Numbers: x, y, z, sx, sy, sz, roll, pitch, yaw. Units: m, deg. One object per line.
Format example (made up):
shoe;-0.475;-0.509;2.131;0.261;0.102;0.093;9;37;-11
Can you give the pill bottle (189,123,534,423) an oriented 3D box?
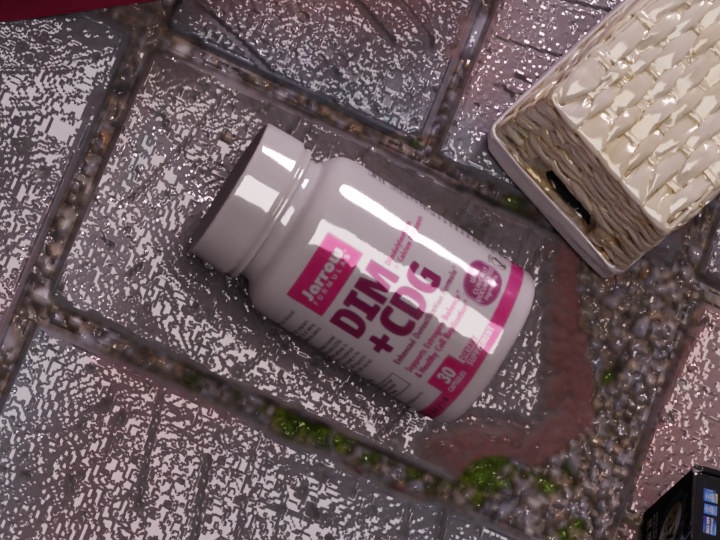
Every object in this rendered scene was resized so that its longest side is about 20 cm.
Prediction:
pill bottle;0.000;0.000;1.581;0.199;0.113;0.114;32;76;-8

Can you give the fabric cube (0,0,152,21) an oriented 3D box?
fabric cube;-0.153;-0.282;1.537;0.195;0.199;0.201;-12;85;-17

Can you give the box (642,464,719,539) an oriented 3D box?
box;0.263;0.246;1.597;0.163;0.086;0.201;16;59;-12

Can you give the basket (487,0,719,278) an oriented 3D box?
basket;0.204;-0.112;1.644;0.200;0.123;0.136;-43;93;-15
